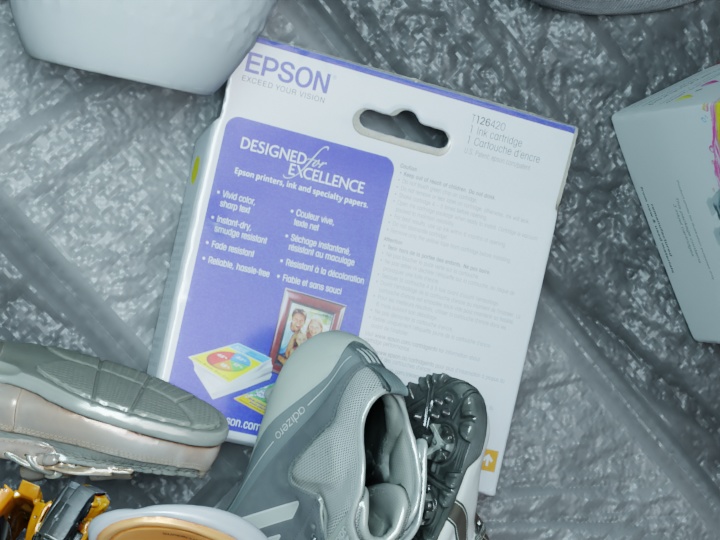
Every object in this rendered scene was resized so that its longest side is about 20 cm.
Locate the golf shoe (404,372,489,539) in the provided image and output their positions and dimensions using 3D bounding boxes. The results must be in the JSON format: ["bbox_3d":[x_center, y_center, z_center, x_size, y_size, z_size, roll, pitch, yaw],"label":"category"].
[{"bbox_3d":[0.036,0.136,0.899,0.094,0.078,0.201,-1,124,-33],"label":"golf shoe"}]

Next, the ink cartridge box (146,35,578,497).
[{"bbox_3d":[0.000,0.000,0.917,0.196,0.047,0.202,14,85,-20],"label":"ink cartridge box"}]

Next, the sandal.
[{"bbox_3d":[-0.066,0.181,0.813,0.079,0.059,0.207,-7,136,10],"label":"sandal"}]

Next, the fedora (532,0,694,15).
[{"bbox_3d":[0.146,-0.220,0.926,0.199,0.177,0.091,-5,59,-40],"label":"fedora"}]

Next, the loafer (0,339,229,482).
[{"bbox_3d":[-0.163,0.068,0.835,0.199,0.072,0.063,17,103,-3],"label":"loafer"}]

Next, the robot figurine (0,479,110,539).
[{"bbox_3d":[-0.174,0.182,0.798,0.058,0.145,0.201,25,68,4],"label":"robot figurine"}]

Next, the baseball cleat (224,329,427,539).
[{"bbox_3d":[-0.027,0.132,0.846,0.069,0.106,0.201,1,114,-31],"label":"baseball cleat"}]

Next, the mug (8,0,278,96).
[{"bbox_3d":[-0.119,-0.182,0.824,0.198,0.148,0.177,13,95,9],"label":"mug"}]

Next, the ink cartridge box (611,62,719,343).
[{"bbox_3d":[0.258,-0.049,0.931,0.145,0.200,0.146,-25,100,-19],"label":"ink cartridge box"}]
